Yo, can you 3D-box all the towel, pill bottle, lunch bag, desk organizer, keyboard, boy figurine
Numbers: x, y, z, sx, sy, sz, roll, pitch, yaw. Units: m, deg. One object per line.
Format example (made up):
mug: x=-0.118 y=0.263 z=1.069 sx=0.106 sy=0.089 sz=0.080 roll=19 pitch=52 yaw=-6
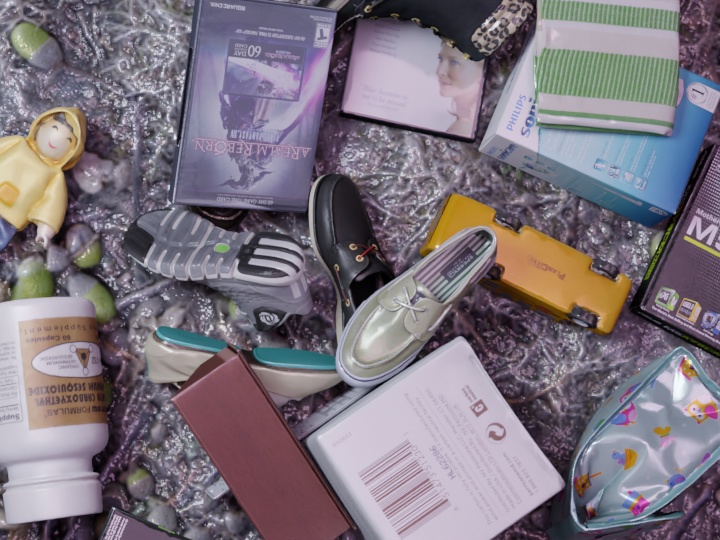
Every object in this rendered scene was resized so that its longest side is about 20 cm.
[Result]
towel: x=0.241 y=-0.233 z=1.651 sx=0.152 sy=0.023 sz=0.201 roll=4 pitch=77 yaw=-9
pill bottle: x=-0.294 y=0.131 z=1.559 sx=0.114 sy=0.114 sz=0.201 roll=-6 pitch=83 yaw=-9
lunch bag: x=0.261 y=0.186 z=1.601 sx=0.122 sy=0.170 sz=0.200 roll=42 pitch=79 yaw=7
desk organizer: x=-0.094 y=0.172 z=1.544 sx=0.077 sy=0.072 sz=0.200 roll=-34 pitch=100 yaw=-9
keyboard: x=-0.064 y=0.159 z=1.617 sx=0.200 sy=0.056 sz=0.011 roll=-35 pitch=92 yaw=-11
boy figurine: x=-0.331 y=-0.076 z=1.611 sx=0.200 sy=0.064 sz=0.124 roll=-44 pitch=87 yaw=-8

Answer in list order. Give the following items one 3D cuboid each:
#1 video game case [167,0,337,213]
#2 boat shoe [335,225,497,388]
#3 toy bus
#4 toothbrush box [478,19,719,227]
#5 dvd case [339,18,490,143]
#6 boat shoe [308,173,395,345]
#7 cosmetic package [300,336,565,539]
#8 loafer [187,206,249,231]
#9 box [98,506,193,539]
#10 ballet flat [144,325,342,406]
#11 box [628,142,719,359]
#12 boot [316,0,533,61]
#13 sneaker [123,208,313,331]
video game case: x=-0.102 y=-0.158 z=1.596 sx=0.143 sy=0.019 sz=0.201 roll=3 pitch=102 yaw=-28
boat shoe: x=0.051 y=0.026 z=1.569 sx=0.072 sy=0.062 sz=0.200 roll=42 pitch=76 yaw=9
toy bus: x=0.163 y=-0.003 z=1.661 sx=0.200 sy=0.078 sz=0.065 roll=26 pitch=78 yaw=-4
toothbrush box: x=0.241 y=-0.153 z=1.690 sx=0.200 sy=0.085 sz=0.147 roll=23 pitch=79 yaw=-5
dvd case: x=0.065 y=-0.240 z=1.712 sx=0.142 sy=0.018 sz=0.201 roll=11 pitch=80 yaw=-6
boat shoe: x=0.002 y=0.000 z=1.636 sx=0.074 sy=0.063 sz=0.202 roll=-9 pitch=84 yaw=-39
cosmetic package: x=0.058 y=0.181 z=1.558 sx=0.166 sy=0.200 sz=0.168 roll=-34 pitch=88 yaw=-11
loafer: x=-0.121 y=-0.136 z=1.643 sx=0.073 sy=0.071 sz=0.201 roll=16 pitch=80 yaw=-5
box: x=-0.158 y=0.310 z=1.535 sx=0.200 sy=0.149 sz=0.125 roll=23 pitch=79 yaw=-4
ballet flat: x=-0.112 y=0.101 z=1.622 sx=0.199 sy=0.069 sz=0.070 roll=11 pitch=81 yaw=-4
box: x=0.403 y=0.000 z=1.711 sx=0.200 sy=0.048 sz=0.194 roll=28 pitch=81 yaw=-4
boot: x=0.053 y=-0.250 z=1.649 sx=0.154 sy=0.074 sz=0.203 roll=42 pitch=118 yaw=-17
sneaker: x=-0.134 y=0.011 z=1.621 sx=0.200 sy=0.116 sz=0.075 roll=14 pitch=55 yaw=29
